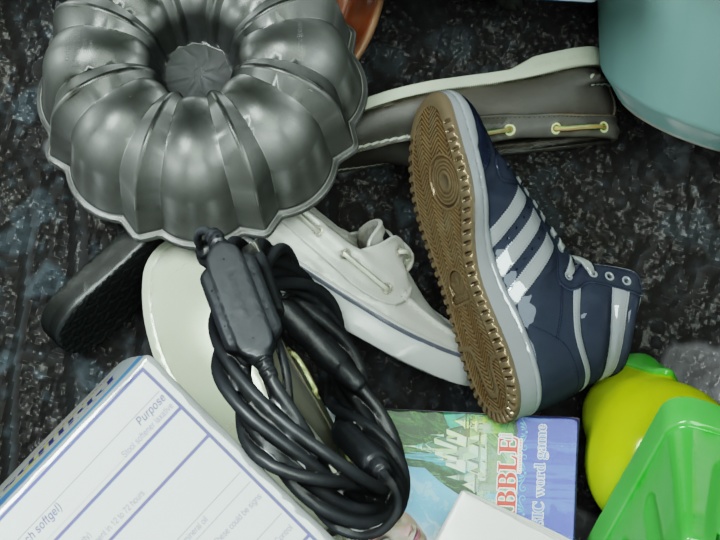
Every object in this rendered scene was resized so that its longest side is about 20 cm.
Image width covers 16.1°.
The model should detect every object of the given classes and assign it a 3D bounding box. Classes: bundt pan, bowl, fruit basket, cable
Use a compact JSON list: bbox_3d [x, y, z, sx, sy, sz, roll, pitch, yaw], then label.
[{"bbox_3d":[-0.095,-0.118,1.490,0.200,0.076,0.203,0,68,1],"label":"bundt pan"},{"bbox_3d":[0.225,-0.139,1.553,0.200,0.201,0.106,16,111,-6],"label":"bowl"},{"bbox_3d":[0.203,0.145,1.527,0.155,0.216,0.217,17,82,-5],"label":"fruit basket"},{"bbox_3d":[-0.029,0.070,1.419,0.051,0.163,0.201,-32,60,12],"label":"cable"}]

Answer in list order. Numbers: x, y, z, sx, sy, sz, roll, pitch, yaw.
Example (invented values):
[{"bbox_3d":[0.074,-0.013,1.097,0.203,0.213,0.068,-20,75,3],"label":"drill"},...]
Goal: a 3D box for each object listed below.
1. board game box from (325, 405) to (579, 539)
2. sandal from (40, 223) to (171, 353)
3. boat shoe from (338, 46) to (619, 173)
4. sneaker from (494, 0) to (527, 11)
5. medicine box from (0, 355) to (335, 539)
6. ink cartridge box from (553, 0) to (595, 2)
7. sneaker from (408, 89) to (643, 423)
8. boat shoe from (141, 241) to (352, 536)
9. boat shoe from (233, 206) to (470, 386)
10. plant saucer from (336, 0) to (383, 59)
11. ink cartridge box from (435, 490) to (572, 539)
[{"bbox_3d":[0.030,0.184,1.538,0.198,0.041,0.201,2,83,2],"label":"board game box"},{"bbox_3d":[-0.121,-0.035,1.544,0.200,0.075,0.048,-41,64,-9],"label":"sandal"},{"bbox_3d":[0.064,-0.087,1.570,0.200,0.072,0.061,-15,82,-11],"label":"boat shoe"},{"bbox_3d":[0.082,-0.262,1.600,0.088,0.074,0.201,5,81,7],"label":"sneaker"},{"bbox_3d":[-0.115,0.179,1.380,0.200,0.103,0.182,45,78,-4],"label":"medicine box"},{"bbox_3d":[0.057,-0.233,1.481,0.083,0.200,0.146,-1,98,-28],"label":"ink cartridge box"},{"bbox_3d":[0.101,-0.018,1.531,0.108,0.070,0.201,-15,90,-26],"label":"sneaker"},{"bbox_3d":[-0.066,0.071,1.505,0.072,0.060,0.202,-33,72,8],"label":"boat shoe"},{"bbox_3d":[0.000,0.000,1.541,0.199,0.072,0.066,31,95,-9],"label":"boat shoe"},{"bbox_3d":[-0.084,-0.187,1.583,0.199,0.032,0.202,1,83,-8],"label":"plant saucer"},{"bbox_3d":[0.054,0.233,1.436,0.082,0.147,0.201,26,85,11],"label":"ink cartridge box"}]
